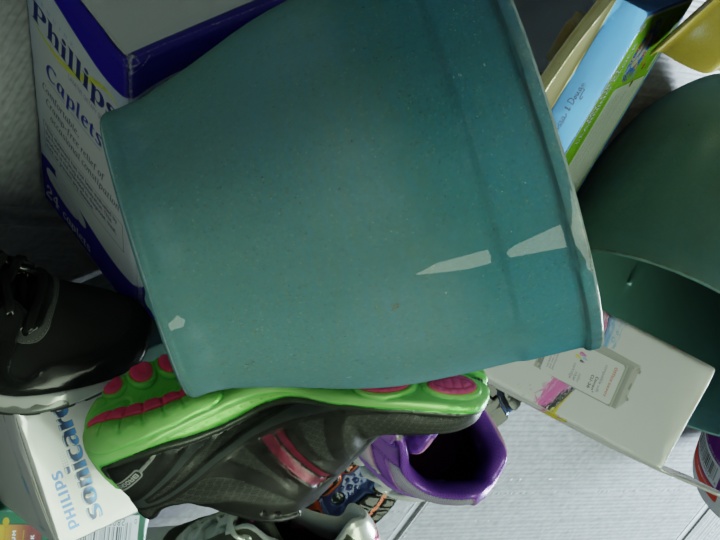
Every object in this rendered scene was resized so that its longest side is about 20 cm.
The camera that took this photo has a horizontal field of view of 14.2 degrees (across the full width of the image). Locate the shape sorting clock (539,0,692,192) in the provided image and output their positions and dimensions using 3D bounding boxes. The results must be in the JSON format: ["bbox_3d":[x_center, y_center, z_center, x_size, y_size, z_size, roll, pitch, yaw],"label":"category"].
[{"bbox_3d":[0.121,-0.098,1.583,0.200,0.039,0.200,-54,170,-14],"label":"shape sorting clock"}]

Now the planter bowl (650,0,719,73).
[{"bbox_3d":[0.255,-0.153,1.540,0.200,0.083,0.200,-41,180,0],"label":"planter bowl"}]

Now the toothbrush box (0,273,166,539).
[{"bbox_3d":[-0.107,0.053,1.520,0.200,0.146,0.085,-23,110,-21],"label":"toothbrush box"}]

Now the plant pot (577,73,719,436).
[{"bbox_3d":[0.217,-0.018,1.715,0.161,0.200,0.201,-61,156,-23],"label":"plant pot"}]

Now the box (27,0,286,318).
[{"bbox_3d":[-0.057,-0.100,1.424,0.184,0.105,0.200,-25,146,-19],"label":"box"}]

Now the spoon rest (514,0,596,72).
[{"bbox_3d":[0.056,-0.099,1.576,0.200,0.061,0.099,-40,149,7],"label":"spoon rest"}]

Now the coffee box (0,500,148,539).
[{"bbox_3d":[-0.225,0.136,1.554,0.200,0.123,0.044,4,95,-45],"label":"coffee box"}]

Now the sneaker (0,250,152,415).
[{"bbox_3d":[-0.200,0.012,1.395,0.200,0.076,0.088,4,133,-3],"label":"sneaker"}]

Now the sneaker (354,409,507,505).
[{"bbox_3d":[0.004,0.054,1.442,0.200,0.088,0.081,41,85,-28],"label":"sneaker"}]

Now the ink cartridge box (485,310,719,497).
[{"bbox_3d":[0.123,0.053,1.628,0.068,0.200,0.116,-62,-174,0],"label":"ink cartridge box"}]

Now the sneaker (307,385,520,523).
[{"bbox_3d":[0.025,0.080,1.768,0.200,0.078,0.075,-38,119,6],"label":"sneaker"}]

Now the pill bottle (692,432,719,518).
[{"bbox_3d":[0.306,0.090,2.013,0.112,0.112,0.200,-18,144,-27],"label":"pill bottle"}]

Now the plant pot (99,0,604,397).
[{"bbox_3d":[-0.011,-0.035,1.291,0.188,0.200,0.200,-17,146,-1],"label":"plant pot"}]

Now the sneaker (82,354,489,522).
[{"bbox_3d":[-0.031,0.073,1.385,0.200,0.077,0.084,-10,125,17],"label":"sneaker"}]

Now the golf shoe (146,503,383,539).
[{"bbox_3d":[-0.080,0.167,1.730,0.200,0.077,0.088,2,129,7],"label":"golf shoe"}]
